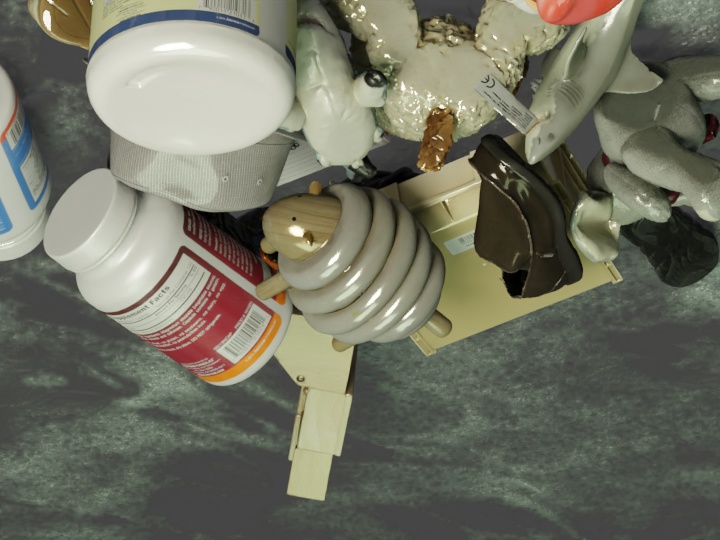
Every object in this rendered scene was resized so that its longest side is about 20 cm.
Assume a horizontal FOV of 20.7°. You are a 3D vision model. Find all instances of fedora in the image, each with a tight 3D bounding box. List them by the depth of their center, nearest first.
[{"bbox_3d":[-0.131,-0.100,1.543,0.177,0.090,0.200,22,-168,38],"label":"fedora"}]

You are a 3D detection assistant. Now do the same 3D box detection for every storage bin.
[{"bbox_3d":[0.102,-0.039,1.739,0.200,0.094,0.199,-21,141,16],"label":"storage bin"}]

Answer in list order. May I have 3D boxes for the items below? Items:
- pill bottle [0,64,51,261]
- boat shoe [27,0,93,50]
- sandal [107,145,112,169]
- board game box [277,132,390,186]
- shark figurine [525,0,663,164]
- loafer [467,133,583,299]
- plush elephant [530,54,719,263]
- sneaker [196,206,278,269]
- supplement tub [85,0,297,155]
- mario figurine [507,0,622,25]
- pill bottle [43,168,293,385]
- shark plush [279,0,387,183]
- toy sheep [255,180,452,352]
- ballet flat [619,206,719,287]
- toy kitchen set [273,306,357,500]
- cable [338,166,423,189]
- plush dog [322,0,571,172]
[{"bbox_3d":[-0.326,-0.090,1.674,0.112,0.112,0.200,-2,151,4],"label":"pill bottle"},{"bbox_3d":[-0.160,-0.194,1.546,0.200,0.071,0.065,13,-176,-24],"label":"boat shoe"},{"bbox_3d":[-0.189,-0.076,1.688,0.048,0.075,0.201,35,156,18],"label":"sandal"},{"bbox_3d":[-0.091,-0.119,1.698,0.200,0.035,0.126,-19,145,31],"label":"board game box"},{"bbox_3d":[0.208,-0.180,1.535,0.089,0.128,0.215,30,117,-8],"label":"shark figurine"},{"bbox_3d":[0.126,-0.032,1.600,0.071,0.073,0.200,-37,140,-4],"label":"loafer"},{"bbox_3d":[0.242,-0.089,1.627,0.200,0.165,0.155,10,150,20],"label":"plush elephant"},{"bbox_3d":[-0.133,-0.011,1.784,0.078,0.075,0.200,-27,168,25],"label":"sneaker"},{"bbox_3d":[-0.115,-0.198,1.382,0.145,0.200,0.145,0,151,0],"label":"supplement tub"},{"bbox_3d":[0.105,-0.249,1.403,0.200,0.106,0.123,27,-173,3],"label":"mario figurine"},{"bbox_3d":[-0.159,0.003,1.622,0.113,0.113,0.200,-23,134,35],"label":"pill bottle"},{"bbox_3d":[-0.010,-0.129,1.503,0.091,0.083,0.200,-24,149,12],"label":"shark plush"},{"bbox_3d":[0.000,0.000,1.612,0.200,0.138,0.138,32,139,-33],"label":"toy sheep"},{"bbox_3d":[0.289,-0.036,1.853,0.066,0.057,0.200,-38,147,9],"label":"ballet flat"},{"bbox_3d":[-0.095,0.092,1.981,0.180,0.163,0.200,10,115,-1],"label":"toy kitchen set"},{"bbox_3d":[0.030,-0.031,1.842,0.163,0.051,0.200,4,150,-4],"label":"cable"},{"bbox_3d":[0.058,-0.149,1.557,0.200,0.161,0.172,3,176,-5],"label":"plush dog"}]
